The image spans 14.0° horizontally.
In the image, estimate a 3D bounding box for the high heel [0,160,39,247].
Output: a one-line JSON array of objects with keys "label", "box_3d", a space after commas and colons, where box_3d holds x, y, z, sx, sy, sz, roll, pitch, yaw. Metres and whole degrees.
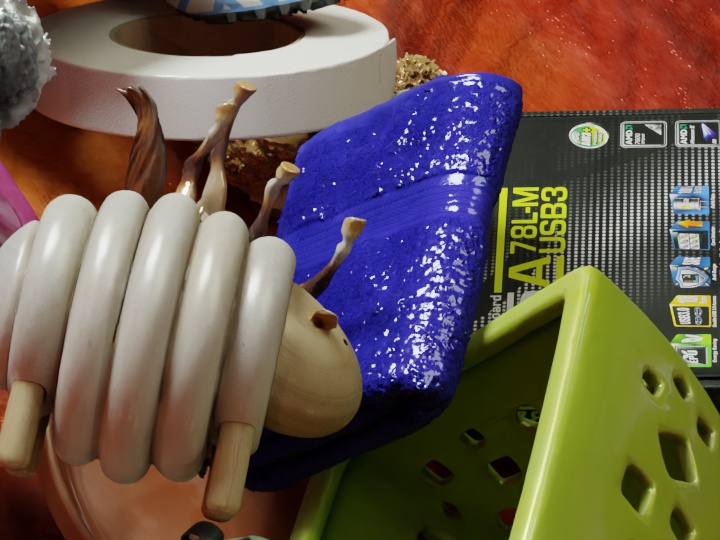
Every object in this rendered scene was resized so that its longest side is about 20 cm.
[{"label": "high heel", "box_3d": [-0.216, -0.053, 1.499, 0.096, 0.067, 0.200, 51, 6, -46]}]

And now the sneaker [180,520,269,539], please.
[{"label": "sneaker", "box_3d": [-0.087, 0.184, 1.224, 0.074, 0.118, 0.201, 35, 34, -2]}]

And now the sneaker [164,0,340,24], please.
[{"label": "sneaker", "box_3d": [-0.087, -0.180, 1.627, 0.199, 0.073, 0.072, 17, 22, 38]}]

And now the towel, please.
[{"label": "towel", "box_3d": [0.000, 0.000, 1.390, 0.049, 0.147, 0.201, 38, 45, -27]}]

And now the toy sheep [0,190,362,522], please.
[{"label": "toy sheep", "box_3d": [-0.096, 0.030, 1.252, 0.199, 0.138, 0.138, 13, 35, -5]}]

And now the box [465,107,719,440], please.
[{"label": "box", "box_3d": [0.091, 0.000, 1.466, 0.192, 0.048, 0.201, 1, 45, 6]}]

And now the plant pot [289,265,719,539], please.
[{"label": "plant pot", "box_3d": [0.085, 0.154, 1.317, 0.181, 0.200, 0.200, 38, 43, -21]}]

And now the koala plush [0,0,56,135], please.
[{"label": "koala plush", "box_3d": [-0.221, -0.033, 1.309, 0.184, 0.200, 0.177, 42, 33, 11]}]

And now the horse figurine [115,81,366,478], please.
[{"label": "horse figurine", "box_3d": [-0.068, -0.007, 1.374, 0.050, 0.133, 0.200, 12, 25, -37]}]

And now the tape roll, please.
[{"label": "tape roll", "box_3d": [-0.082, -0.112, 1.594, 0.201, 0.037, 0.203, 1, 17, 0]}]

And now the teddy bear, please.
[{"label": "teddy bear", "box_3d": [-0.002, -0.072, 1.666, 0.145, 0.067, 0.200, 27, 31, 25]}]

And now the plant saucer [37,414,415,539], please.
[{"label": "plant saucer", "box_3d": [-0.066, 0.094, 1.403, 0.199, 0.032, 0.201, 17, 52, -23]}]
